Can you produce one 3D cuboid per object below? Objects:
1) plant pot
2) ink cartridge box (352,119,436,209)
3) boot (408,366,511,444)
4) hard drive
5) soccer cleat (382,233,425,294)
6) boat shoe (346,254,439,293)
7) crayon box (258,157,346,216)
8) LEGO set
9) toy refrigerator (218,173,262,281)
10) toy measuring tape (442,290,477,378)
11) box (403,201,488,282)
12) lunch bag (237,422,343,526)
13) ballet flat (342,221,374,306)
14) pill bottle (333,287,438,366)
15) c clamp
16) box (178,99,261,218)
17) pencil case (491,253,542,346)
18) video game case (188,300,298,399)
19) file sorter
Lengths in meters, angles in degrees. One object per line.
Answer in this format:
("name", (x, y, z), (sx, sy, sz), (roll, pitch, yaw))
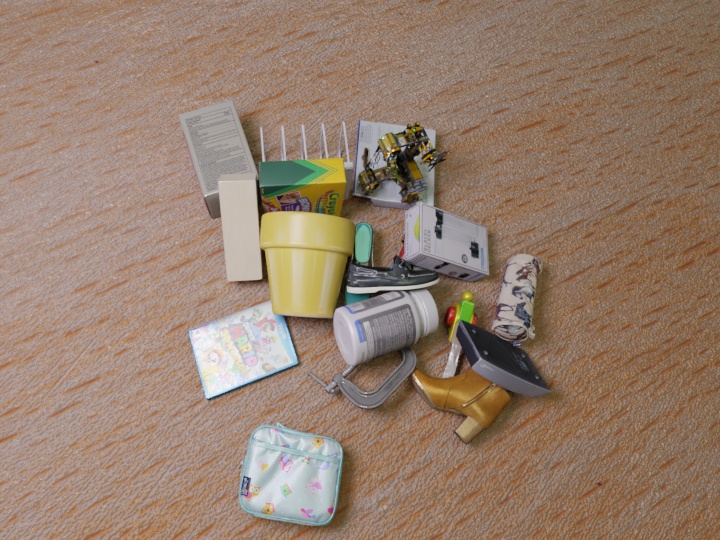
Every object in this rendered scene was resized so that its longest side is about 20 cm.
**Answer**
("plant pot", (-0.111, -0.006, 1.067), (0.192, 0.201, 0.197), (5, 87, -6))
("ink cartridge box", (0.080, -0.247, 1.241), (0.192, 0.041, 0.208), (7, 72, -5))
("boot", (0.200, 0.232, 1.077), (0.144, 0.071, 0.201), (-42, 79, -11))
("hard drive", (0.284, 0.183, 1.067), (0.195, 0.043, 0.136), (26, 23, -25))
("soccer cleat", (0.111, -0.006, 1.155), (0.083, 0.069, 0.205), (24, 68, 0))
("boat shoe", (0.066, 0.003, 1.068), (0.191, 0.075, 0.069), (-4, 97, -1))
("crayon box", (-0.122, -0.154, 1.099), (0.165, 0.201, 0.061), (-3, 71, -8))
("LEGO set", (0.089, -0.202, 1.118), (0.150, 0.200, 0.119), (-18, 75, -33))
("toy refrigerator", (-0.242, -0.089, 1.077), (0.073, 0.070, 0.208), (-4, 111, -8))
("toy measuring tape", (0.205, 0.143, 1.132), (0.071, 0.074, 0.208), (15, 93, -2))
("box", (0.188, -0.058, 1.144), (0.194, 0.060, 0.121), (16, 67, -28))
("lunch bag", (-0.131, 0.379, 0.990), (0.192, 0.077, 0.167), (12, 71, -4))
("ballet flat", (0.000, 0.000, 1.137), (0.068, 0.065, 0.208), (10, 74, -2))
("pill bottle", (0.052, 0.106, 1.053), (0.193, 0.114, 0.117), (-15, 74, -22))
("c clamp", (0.012, 0.195, 1.068), (0.197, 0.028, 0.169), (-34, 47, -24))
("box", (-0.303, -0.242, 1.151), (0.124, 0.109, 0.206), (-18, 75, -12))
("pencil case", (0.343, 0.057, 1.138), (0.086, 0.079, 0.204), (16, 57, 10))
("video game case", (-0.239, 0.157, 1.079), (0.193, 0.018, 0.148), (-19, 75, -13))
("file sorter", (-0.124, -0.238, 1.161), (0.192, 0.140, 0.129), (-6, 70, -9))
